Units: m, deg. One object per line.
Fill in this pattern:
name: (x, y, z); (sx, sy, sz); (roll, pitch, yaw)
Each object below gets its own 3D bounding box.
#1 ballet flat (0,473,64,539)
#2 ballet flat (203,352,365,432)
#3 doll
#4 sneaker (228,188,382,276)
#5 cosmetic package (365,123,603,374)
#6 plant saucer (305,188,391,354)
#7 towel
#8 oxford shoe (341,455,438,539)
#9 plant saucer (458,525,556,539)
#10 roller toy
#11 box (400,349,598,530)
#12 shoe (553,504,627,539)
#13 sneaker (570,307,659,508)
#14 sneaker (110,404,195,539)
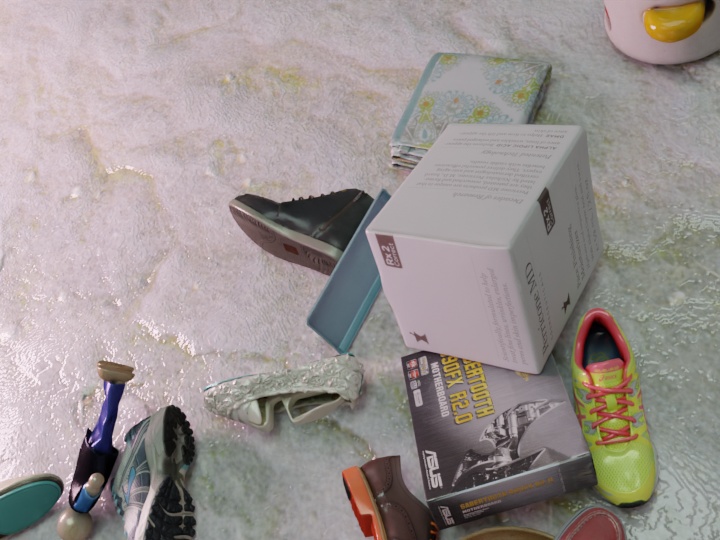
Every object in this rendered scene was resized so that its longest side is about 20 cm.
ballet flat: (-0.437, 0.288, 0.980); (0.199, 0.070, 0.070); (-36, 52, -6)
ballet flat: (-0.089, 0.144, 0.943); (0.197, 0.072, 0.073); (-15, 53, 12)
doll: (-0.300, 0.208, 0.955); (0.048, 0.136, 0.204); (14, 88, -16)
sneaker: (-0.070, -0.069, 1.087); (0.198, 0.075, 0.107); (25, 63, 22)
cosmetic package: (0.137, -0.031, 0.879); (0.163, 0.166, 0.201); (8, 45, 35)
plant saucer: (0.000, 0.000, 1.015); (0.019, 0.070, 0.202); (-2, 52, 52)
towel: (0.144, -0.205, 1.112); (0.169, 0.048, 0.202); (14, 63, 24)
oxford shoe: (0.050, 0.267, 0.810); (0.072, 0.072, 0.202); (-20, 58, -12)
plant saucer: (0.138, 0.326, 0.727); (0.196, 0.036, 0.203); (2, 52, -3)
roller toy: (0.397, -0.370, 1.070); (0.199, 0.140, 0.182); (-41, 53, -9)
box: (0.130, 0.144, 0.839); (0.156, 0.049, 0.201); (-19, 35, 8)
shoe: (0.181, 0.269, 0.694); (0.071, 0.092, 0.201); (27, 54, 16)
sneaker: (0.239, 0.127, 0.820); (0.077, 0.091, 0.203); (-11, 55, 10)
sneaker: (-0.234, 0.253, 0.931); (0.085, 0.078, 0.202); (-22, 44, 19)
